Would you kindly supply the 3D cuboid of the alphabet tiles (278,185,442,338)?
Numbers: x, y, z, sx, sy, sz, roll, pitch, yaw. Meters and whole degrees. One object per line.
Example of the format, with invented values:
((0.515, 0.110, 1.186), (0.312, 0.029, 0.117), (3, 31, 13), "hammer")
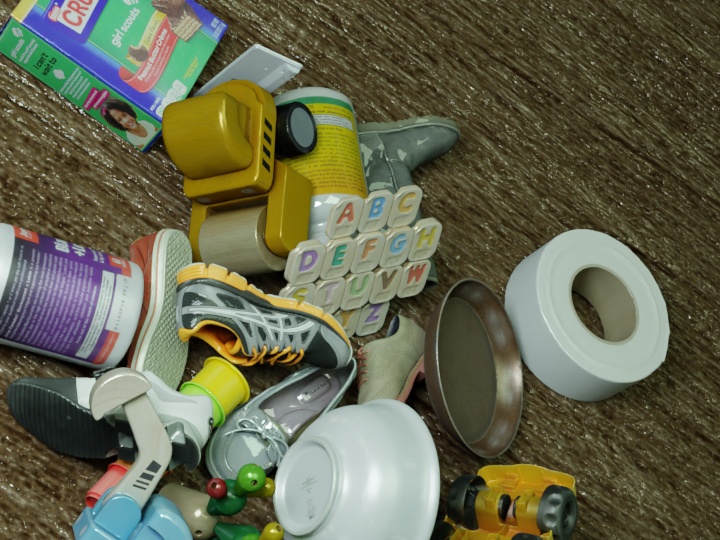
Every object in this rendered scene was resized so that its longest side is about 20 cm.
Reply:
((0.000, 0.000, 1.649), (0.200, 0.196, 0.015), (-11, 41, -37), "alphabet tiles")

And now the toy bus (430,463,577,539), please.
((0.154, 0.326, 1.610), (0.200, 0.135, 0.192), (-46, 128, -47), "toy bus")

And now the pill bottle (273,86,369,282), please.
((-0.048, -0.091, 1.706), (0.113, 0.113, 0.200), (4, 64, -31), "pill bottle")

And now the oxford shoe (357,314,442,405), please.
((0.016, 0.122, 1.670), (0.075, 0.070, 0.200), (44, 40, -2), "oxford shoe")

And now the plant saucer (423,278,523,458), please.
((0.122, 0.110, 1.718), (0.200, 0.034, 0.201), (25, 60, -54), "plant saucer")

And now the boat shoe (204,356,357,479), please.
((-0.080, 0.151, 1.589), (0.202, 0.065, 0.074), (-35, 88, -40), "boat shoe")

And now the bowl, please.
((-0.022, 0.216, 1.499), (0.090, 0.201, 0.202), (18, 57, -36), "bowl")

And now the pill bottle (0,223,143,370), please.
((-0.318, 0.019, 1.475), (0.200, 0.111, 0.112), (18, 58, -25), "pill bottle")

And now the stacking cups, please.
((-0.194, 0.168, 1.519), (0.061, 0.060, 0.200), (48, 56, -3), "stacking cups")

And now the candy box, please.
((-0.268, -0.254, 1.671), (0.200, 0.077, 0.169), (34, 53, -12), "candy box")

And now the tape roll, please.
((0.275, 0.054, 1.866), (0.202, 0.071, 0.203), (15, 58, -26), "tape roll")

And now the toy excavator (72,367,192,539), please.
((-0.203, 0.215, 1.397), (0.194, 0.100, 0.200), (38, 84, -14), "toy excavator")

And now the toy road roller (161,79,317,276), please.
((-0.137, -0.102, 1.606), (0.146, 0.123, 0.201), (26, 61, -52), "toy road roller")

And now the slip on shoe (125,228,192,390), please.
((-0.215, 0.056, 1.561), (0.074, 0.061, 0.201), (31, 59, -57), "slip on shoe")

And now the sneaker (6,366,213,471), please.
((-0.236, 0.131, 1.475), (0.200, 0.074, 0.089), (14, 37, 6), "sneaker")

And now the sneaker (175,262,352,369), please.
((-0.102, 0.065, 1.564), (0.200, 0.078, 0.077), (22, 56, -18), "sneaker")

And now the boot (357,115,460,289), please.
((0.059, -0.076, 1.794), (0.181, 0.073, 0.200), (-10, 65, -21), "boot")

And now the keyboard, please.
((-0.128, -0.199, 1.656), (0.056, 0.200, 0.011), (29, 67, -19), "keyboard")

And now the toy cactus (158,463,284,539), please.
((-0.131, 0.258, 1.465), (0.165, 0.200, 0.102), (25, 48, 31), "toy cactus")
